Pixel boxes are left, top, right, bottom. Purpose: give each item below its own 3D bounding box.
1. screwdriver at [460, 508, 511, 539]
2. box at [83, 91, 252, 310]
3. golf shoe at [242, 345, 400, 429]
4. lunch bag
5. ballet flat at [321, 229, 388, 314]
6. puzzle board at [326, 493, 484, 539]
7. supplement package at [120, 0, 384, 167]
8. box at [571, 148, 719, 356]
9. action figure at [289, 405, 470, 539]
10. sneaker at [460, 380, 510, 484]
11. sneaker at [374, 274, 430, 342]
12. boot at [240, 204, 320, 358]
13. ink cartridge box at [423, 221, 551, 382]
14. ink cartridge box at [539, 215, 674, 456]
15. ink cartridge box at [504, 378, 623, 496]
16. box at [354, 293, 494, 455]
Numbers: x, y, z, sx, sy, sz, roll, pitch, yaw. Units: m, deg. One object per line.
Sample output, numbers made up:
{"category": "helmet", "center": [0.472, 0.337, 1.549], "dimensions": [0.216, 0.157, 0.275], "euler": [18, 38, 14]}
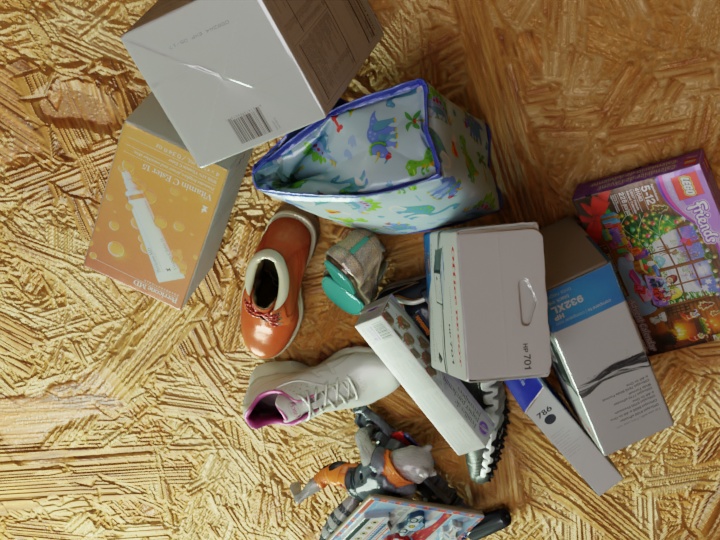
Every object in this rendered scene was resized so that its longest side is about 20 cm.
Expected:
{"category": "screwdriver", "center": [0.101, 0.332, 1.865], "dimensions": [0.200, 0.029, 0.028], "euler": [-31, 106, 31]}
{"category": "box", "center": [-0.207, -0.078, 1.675], "dimensions": [0.124, 0.098, 0.200], "euler": [24, 125, 3]}
{"category": "golf shoe", "center": [-0.045, 0.142, 1.761], "dimensions": [0.200, 0.092, 0.075], "euler": [-13, 114, 24]}
{"category": "lunch bag", "center": [0.017, -0.100, 1.529], "dimensions": [0.200, 0.170, 0.128], "euler": [-17, 71, 24]}
{"category": "ballet flat", "center": [0.000, 0.000, 1.642], "dimensions": [0.068, 0.200, 0.067], "euler": [41, 80, 4]}
{"category": "puzzle board", "center": [0.034, 0.328, 1.826], "dimensions": [0.151, 0.017, 0.200], "euler": [12, 138, -25]}
{"category": "supplement package", "center": [-0.098, -0.227, 1.482], "dimensions": [0.152, 0.200, 0.151], "euler": [-19, 113, 28]}
{"category": "box", "center": [0.317, -0.014, 1.570], "dimensions": [0.137, 0.039, 0.200], "euler": [-17, 114, 26]}
{"category": "action figure", "center": [0.033, 0.265, 1.805], "dimensions": [0.200, 0.105, 0.193], "euler": [40, 134, -7]}
{"category": "sneaker", "center": [0.119, 0.147, 1.725], "dimensions": [0.090, 0.066, 0.200], "euler": [8, 119, 17]}
{"category": "sneaker", "center": [0.098, 0.032, 1.652], "dimensions": [0.200, 0.079, 0.078], "euler": [-25, 109, 28]}
{"category": "boot", "center": [-0.104, 0.033, 1.705], "dimensions": [0.075, 0.107, 0.200], "euler": [18, 126, 6]}
{"category": "ink cartridge box", "center": [0.121, 0.029, 1.510], "dimensions": [0.086, 0.200, 0.147], "euler": [-4, 91, -5]}
{"category": "ink cartridge box", "center": [0.232, 0.066, 1.573], "dimensions": [0.084, 0.145, 0.200], "euler": [-25, 112, 0]}
{"category": "ink cartridge box", "center": [0.202, 0.150, 1.644], "dimensions": [0.039, 0.099, 0.200], "euler": [-37, 121, 5]}
{"category": "box", "center": [0.070, 0.113, 1.643], "dimensions": [0.041, 0.039, 0.200], "euler": [-23, 115, 36]}
